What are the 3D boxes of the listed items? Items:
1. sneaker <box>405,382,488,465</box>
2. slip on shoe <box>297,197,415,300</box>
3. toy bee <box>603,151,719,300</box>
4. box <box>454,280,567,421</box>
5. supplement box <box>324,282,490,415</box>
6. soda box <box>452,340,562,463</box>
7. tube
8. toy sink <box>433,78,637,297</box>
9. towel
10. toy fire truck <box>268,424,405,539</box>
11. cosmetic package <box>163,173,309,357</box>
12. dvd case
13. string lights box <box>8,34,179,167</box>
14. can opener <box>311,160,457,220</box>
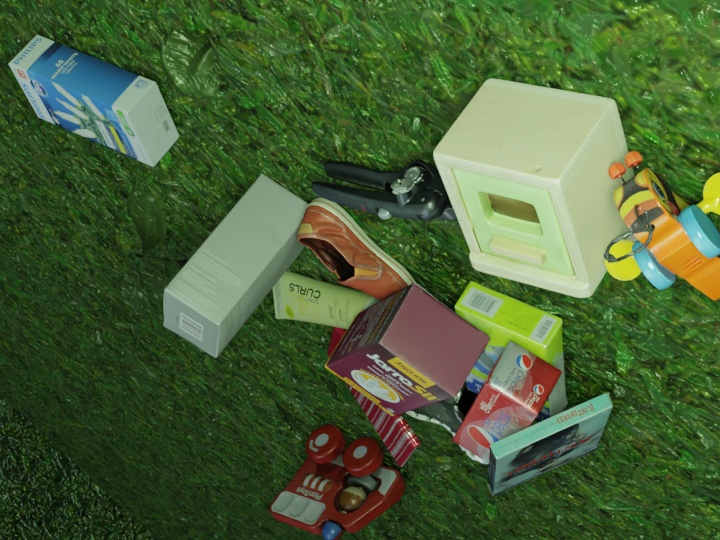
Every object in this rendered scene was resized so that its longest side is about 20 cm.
[{"bbox_3d":[0.113,0.166,1.637,0.200,0.066,0.091,34,140,23],"label":"sneaker"},{"bbox_3d":[0.000,0.000,1.496,0.200,0.061,0.074,44,152,-19],"label":"slip on shoe"},{"bbox_3d":[0.259,-0.048,1.052,0.200,0.131,0.109,49,-161,-59],"label":"toy bee"},{"bbox_3d":[0.179,0.105,1.467,0.122,0.048,0.200,23,151,26],"label":"box"},{"bbox_3d":[0.050,0.096,1.459,0.110,0.086,0.200,36,159,-9],"label":"supplement box"},{"bbox_3d":[0.166,0.159,1.444,0.070,0.063,0.200,31,154,8],"label":"soda box"},{"bbox_3d":[-0.050,0.044,1.642,0.200,0.058,0.052,12,162,44],"label":"tube"},{"bbox_3d":[0.167,-0.056,1.132,0.130,0.112,0.200,17,149,35],"label":"toy sink"},{"bbox_3d":[0.016,0.165,1.693,0.200,0.022,0.145,57,165,13],"label":"towel"},{"bbox_3d":[-0.034,0.356,2.013,0.200,0.168,0.112,12,146,41],"label":"toy fire truck"},{"bbox_3d":[-0.146,-0.006,1.509,0.090,0.200,0.107,31,152,7],"label":"cosmetic package"},{"bbox_3d":[0.217,0.206,1.457,0.200,0.146,0.022,80,166,-69],"label":"dvd case"},{"bbox_3d":[-0.329,-0.211,1.551,0.199,0.059,0.103,23,153,26],"label":"string lights box"},{"bbox_3d":[0.020,-0.082,1.328,0.200,0.063,0.079,11,146,41],"label":"can opener"}]
